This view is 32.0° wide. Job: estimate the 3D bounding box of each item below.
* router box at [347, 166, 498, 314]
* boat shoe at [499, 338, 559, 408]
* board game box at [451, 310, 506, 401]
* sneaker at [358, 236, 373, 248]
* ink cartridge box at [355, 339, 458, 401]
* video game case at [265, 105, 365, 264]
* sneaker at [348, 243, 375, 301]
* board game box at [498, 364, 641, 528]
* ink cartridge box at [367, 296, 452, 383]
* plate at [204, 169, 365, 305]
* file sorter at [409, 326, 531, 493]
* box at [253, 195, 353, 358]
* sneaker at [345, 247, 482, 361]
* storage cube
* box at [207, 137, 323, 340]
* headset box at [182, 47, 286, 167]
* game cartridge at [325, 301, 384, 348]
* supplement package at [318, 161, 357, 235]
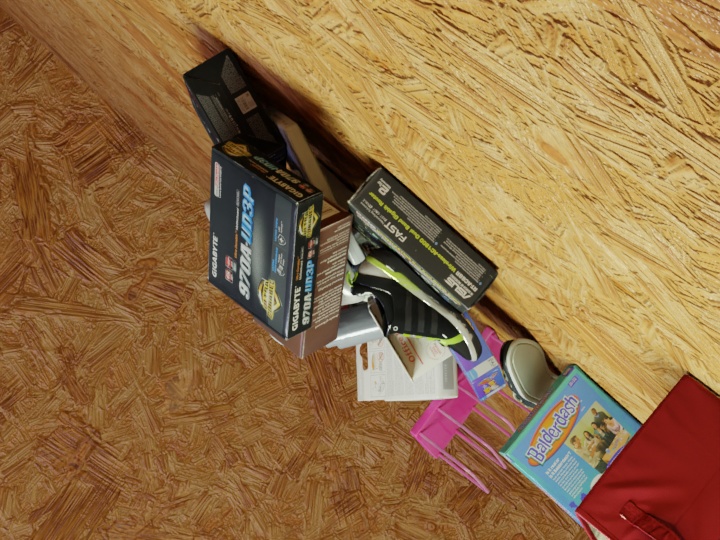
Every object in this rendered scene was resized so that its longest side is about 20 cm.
[{"bbox_3d":[0.073,-0.031,1.573,0.200,0.062,0.150,41,175,3],"label":"router box"},{"bbox_3d":[0.232,0.151,1.761,0.060,0.076,0.200,13,156,38],"label":"boat shoe"},{"bbox_3d":[0.130,0.075,1.750,0.201,0.044,0.135,60,180,19],"label":"board game box"},{"bbox_3d":[0.043,0.003,1.986,0.199,0.072,0.073,32,160,37],"label":"sneaker"},{"bbox_3d":[0.068,0.118,1.920,0.050,0.164,0.199,3,172,-35],"label":"ink cartridge box"},{"bbox_3d":[-0.064,-0.117,1.669,0.202,0.022,0.182,62,174,-20],"label":"video game case"},{"bbox_3d":[0.000,0.000,1.779,0.077,0.198,0.086,55,152,27],"label":"sneaker"},{"bbox_3d":[0.305,0.248,1.657,0.200,0.152,0.045,42,174,-1],"label":"board game box"},{"bbox_3d":[0.064,0.075,1.674,0.116,0.067,0.200,59,-179,-3],"label":"ink cartridge box"},{"bbox_3d":[-0.111,-0.023,1.701,0.198,0.032,0.201,-13,112,43],"label":"plate"},{"bbox_3d":[0.197,0.220,1.931,0.125,0.201,0.139,34,171,27],"label":"file sorter"},{"bbox_3d":[-0.075,-0.001,1.598,0.100,0.074,0.202,35,132,31],"label":"box"},{"bbox_3d":[0.063,0.058,1.572,0.200,0.083,0.072,42,174,-10],"label":"sneaker"},{"bbox_3d":[0.344,0.244,1.266,0.170,0.180,0.200,38,172,26],"label":"storage cube"},{"bbox_3d":[-0.119,-0.039,1.532,0.158,0.046,0.202,34,133,33],"label":"box"},{"bbox_3d":[-0.166,-0.194,1.698,0.150,0.077,0.200,60,173,3],"label":"headset box"},{"bbox_3d":[0.015,0.038,1.871,0.201,0.131,0.041,-85,-19,-59],"label":"game cartridge"},{"bbox_3d":[-0.065,-0.073,1.893,0.117,0.117,0.200,43,173,3],"label":"supplement package"}]
